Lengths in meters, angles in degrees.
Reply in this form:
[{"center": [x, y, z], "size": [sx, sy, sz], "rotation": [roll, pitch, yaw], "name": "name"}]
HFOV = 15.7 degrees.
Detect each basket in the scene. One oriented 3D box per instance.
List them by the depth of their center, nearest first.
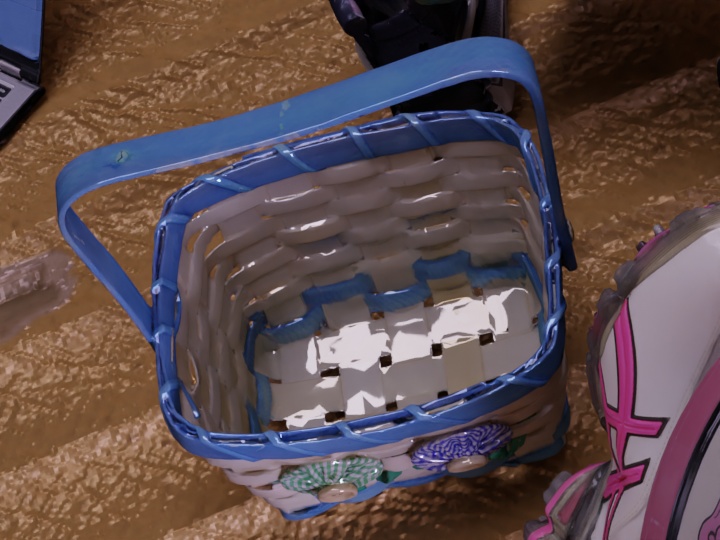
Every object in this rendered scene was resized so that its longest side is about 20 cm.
[{"center": [0.000, 0.000, 0.969], "size": [0.175, 0.200, 0.140], "rotation": [-15, 49, 10], "name": "basket"}]

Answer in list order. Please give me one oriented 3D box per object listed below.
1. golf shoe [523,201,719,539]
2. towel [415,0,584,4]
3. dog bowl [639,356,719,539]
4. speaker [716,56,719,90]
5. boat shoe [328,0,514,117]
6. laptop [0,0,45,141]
[{"center": [0.117, 0.067, 0.892], "size": [0.072, 0.201, 0.092], "rotation": [-10, 42, -26], "name": "golf shoe"}, {"center": [0.134, -0.131, 1.047], "size": [0.199, 0.146, 0.022], "rotation": [-6, 92, 36], "name": "towel"}, {"center": [0.173, 0.090, 0.849], "size": [0.200, 0.201, 0.074], "rotation": [-46, 36, -17], "name": "dog bowl"}, {"center": [0.243, -0.093, 1.031], "size": [0.199, 0.081, 0.081], "rotation": [-27, 49, -2], "name": "speaker"}, {"center": [0.023, -0.153, 1.149], "size": [0.074, 0.093, 0.201], "rotation": [-20, 49, 14], "name": "boat shoe"}, {"center": [-0.247, -0.129, 1.221], "size": [0.187, 0.116, 0.200], "rotation": [25, 65, 34], "name": "laptop"}]
